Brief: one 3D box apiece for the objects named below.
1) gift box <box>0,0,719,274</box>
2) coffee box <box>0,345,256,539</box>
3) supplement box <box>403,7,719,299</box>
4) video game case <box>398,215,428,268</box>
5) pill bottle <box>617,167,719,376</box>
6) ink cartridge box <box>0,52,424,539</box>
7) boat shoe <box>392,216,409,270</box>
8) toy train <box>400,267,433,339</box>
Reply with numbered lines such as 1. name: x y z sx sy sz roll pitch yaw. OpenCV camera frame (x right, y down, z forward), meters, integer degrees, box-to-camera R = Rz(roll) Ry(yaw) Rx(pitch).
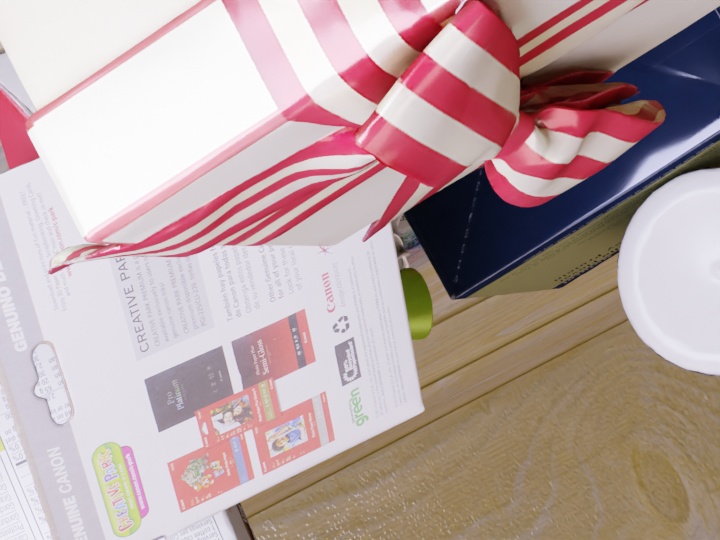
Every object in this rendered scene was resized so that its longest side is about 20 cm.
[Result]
1. gift box: -0.012 -0.097 0.545 0.200 0.187 0.184 -34 169 22
2. coffee box: -0.179 0.112 1.088 0.199 0.199 0.200 -25 171 -3
3. supplement box: 0.129 -0.092 1.125 0.199 0.135 0.200 -32 170 20
4. video game case: -0.010 0.002 1.559 0.200 0.024 0.182 -34 169 34
5. pill bottle: 0.210 0.002 1.118 0.106 0.107 0.200 -31 169 16
6. ink cartridge box: -0.079 -0.001 0.840 0.175 0.084 0.201 -25 128 -20
7. boat shoe: 0.000 0.000 1.190 0.201 0.069 0.071 -62 156 -6
8. toy train: -0.013 0.025 1.051 0.115 0.085 0.200 -9 176 -21
